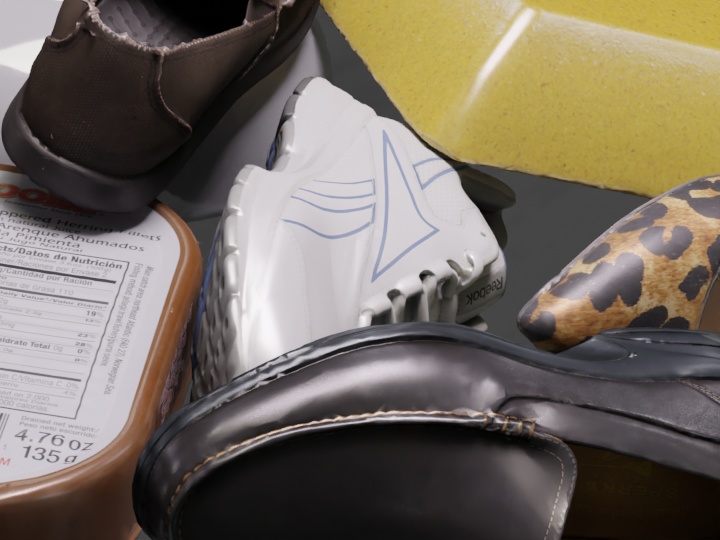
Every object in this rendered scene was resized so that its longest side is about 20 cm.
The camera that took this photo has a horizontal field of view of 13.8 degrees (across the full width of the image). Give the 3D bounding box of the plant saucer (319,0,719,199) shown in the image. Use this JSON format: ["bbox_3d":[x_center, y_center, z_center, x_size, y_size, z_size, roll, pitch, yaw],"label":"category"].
[{"bbox_3d":[0.086,-0.089,1.064,0.199,0.049,0.200,11,25,-27],"label":"plant saucer"}]

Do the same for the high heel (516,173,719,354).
[{"bbox_3d":[0.156,0.025,0.900,0.199,0.072,0.142,-5,24,-39],"label":"high heel"}]

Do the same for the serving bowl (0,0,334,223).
[{"bbox_3d":[-0.105,-0.090,1.052,0.199,0.066,0.200,5,29,-3],"label":"serving bowl"}]

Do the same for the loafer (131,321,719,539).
[{"bbox_3d":[0.037,0.059,0.819,0.199,0.073,0.072,-6,36,-21],"label":"loafer"}]

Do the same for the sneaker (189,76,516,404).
[{"bbox_3d":[0.000,0.000,0.915,0.087,0.075,0.200,16,30,5],"label":"sneaker"}]

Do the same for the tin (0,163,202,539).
[{"bbox_3d":[-0.107,0.026,0.875,0.111,0.042,0.200,12,29,-1],"label":"tin"}]

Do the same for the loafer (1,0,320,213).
[{"bbox_3d":[-0.048,-0.097,0.967,0.073,0.071,0.200,27,42,-3],"label":"loafer"}]
